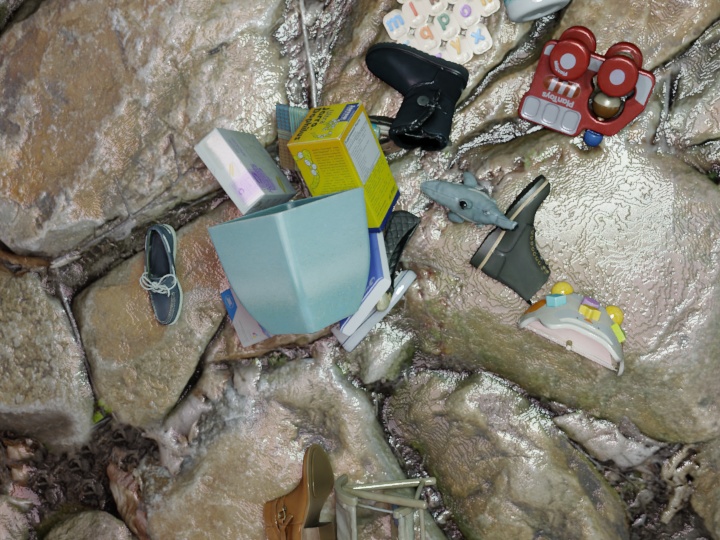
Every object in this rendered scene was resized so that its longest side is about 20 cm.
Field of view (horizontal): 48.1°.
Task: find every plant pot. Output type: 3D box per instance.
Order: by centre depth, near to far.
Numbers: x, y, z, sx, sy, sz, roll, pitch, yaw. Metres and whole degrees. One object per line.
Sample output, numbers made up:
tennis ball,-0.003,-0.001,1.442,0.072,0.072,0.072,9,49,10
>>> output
plant pot,-0.099,-0.006,1.316,0.194,0.194,0.204,-6,101,45

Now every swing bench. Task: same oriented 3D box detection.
swing bench,0.042,0.501,1.505,0.196,0.130,0.203,-3,96,14

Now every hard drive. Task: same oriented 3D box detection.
hard drive,0.000,0.000,1.420,0.025,0.201,0.133,24,121,-22

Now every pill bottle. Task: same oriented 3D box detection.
pill bottle,0.276,-0.529,1.348,0.109,0.111,0.204,-15,93,14

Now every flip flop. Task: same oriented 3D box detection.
flip flop,0.067,-0.236,1.454,0.196,0.081,0.058,15,114,6

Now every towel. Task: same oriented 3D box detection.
towel,-0.058,-0.224,1.464,0.197,0.022,0.148,16,138,13

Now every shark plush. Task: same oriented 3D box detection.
shark plush,0.189,-0.101,1.394,0.200,0.083,0.092,49,115,39

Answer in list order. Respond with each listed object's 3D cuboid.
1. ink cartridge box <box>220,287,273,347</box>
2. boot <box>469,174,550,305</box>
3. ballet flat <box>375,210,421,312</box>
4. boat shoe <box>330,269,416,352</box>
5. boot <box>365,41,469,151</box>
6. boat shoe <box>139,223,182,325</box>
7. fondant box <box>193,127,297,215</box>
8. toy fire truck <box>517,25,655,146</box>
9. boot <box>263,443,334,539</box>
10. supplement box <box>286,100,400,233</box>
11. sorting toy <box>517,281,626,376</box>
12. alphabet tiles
ink cartridge box,-0.165,0.059,1.490,0.199,0.067,0.118,-25,89,47
boot,0.303,-0.052,1.419,0.138,0.077,0.201,37,116,3
ballet flat,0.061,-0.021,1.438,0.056,0.067,0.203,9,66,14
boat shoe,0.019,0.064,1.491,0.067,0.074,0.200,42,104,3
boot,0.077,-0.299,1.395,0.197,0.077,0.170,18,63,11
boat shoe,-0.392,0.011,1.588,0.073,0.062,0.204,4,97,11
fondant box,-0.202,-0.177,1.452,0.058,0.200,0.145,-38,88,14
toy fire truck,0.382,-0.304,1.361,0.197,0.112,0.170,23,124,11
boot,-0.124,0.446,1.570,0.154,0.076,0.204,-15,80,39
supplement box,-0.025,-0.173,1.397,0.108,0.110,0.202,-2,132,30
sorting toy,0.373,0.102,1.357,0.198,0.180,0.108,26,101,9
alphabet tiles,0.143,-0.458,1.436,0.198,0.015,0.198,-28,92,15
